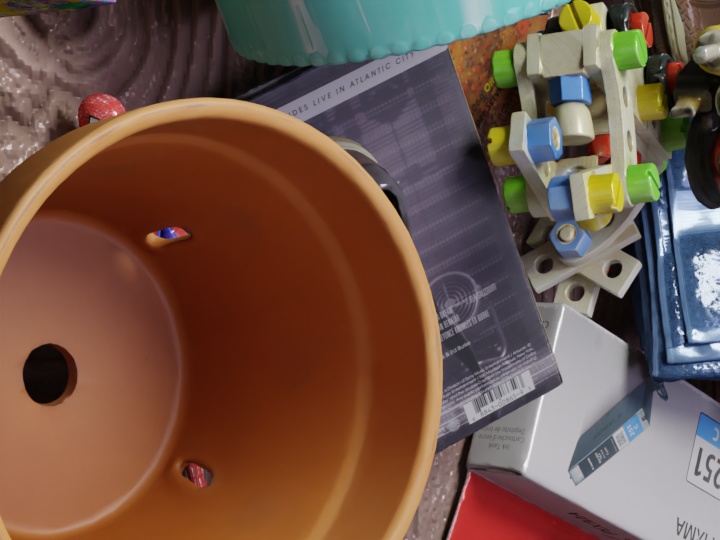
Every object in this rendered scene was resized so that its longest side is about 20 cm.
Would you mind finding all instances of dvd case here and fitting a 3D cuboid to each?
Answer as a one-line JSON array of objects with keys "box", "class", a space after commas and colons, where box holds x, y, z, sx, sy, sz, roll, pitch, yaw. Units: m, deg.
[{"box": [0.000, 0.000, 0.984, 0.148, 0.016, 0.201, -27, 115, -14], "class": "dvd case"}]

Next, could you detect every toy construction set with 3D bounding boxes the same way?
[{"box": [0.116, -0.055, 1.047, 0.200, 0.091, 0.132, 64, 25, -69], "class": "toy construction set"}]

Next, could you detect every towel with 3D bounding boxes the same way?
[{"box": [0.195, -0.040, 1.147, 0.111, 0.049, 0.202, -2, 77, -12], "class": "towel"}]

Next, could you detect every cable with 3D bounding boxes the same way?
[{"box": [0.201, -0.101, 1.077, 0.200, 0.050, 0.098, -46, 127, -51], "class": "cable"}]

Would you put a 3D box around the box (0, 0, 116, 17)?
[{"box": [-0.196, -0.191, 0.738, 0.199, 0.121, 0.194, -2, 92, -46], "class": "box"}]

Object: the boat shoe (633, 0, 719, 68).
[{"box": [0.148, -0.198, 1.129, 0.074, 0.074, 0.204, 4, 80, -54], "class": "boat shoe"}]

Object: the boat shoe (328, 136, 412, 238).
[{"box": [-0.015, 0.045, 0.945, 0.071, 0.065, 0.202, 2, 105, -24], "class": "boat shoe"}]

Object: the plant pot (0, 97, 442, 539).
[{"box": [-0.089, 0.042, 0.800, 0.199, 0.140, 0.202, 1, 89, -37], "class": "plant pot"}]

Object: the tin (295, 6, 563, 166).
[{"box": [0.033, -0.103, 1.043, 0.201, 0.042, 0.112, -56, 132, -28], "class": "tin"}]

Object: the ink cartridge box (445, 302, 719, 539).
[{"box": [0.128, 0.134, 1.148, 0.199, 0.044, 0.178, 30, 70, -43], "class": "ink cartridge box"}]

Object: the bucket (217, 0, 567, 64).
[{"box": [0.012, -0.180, 0.897, 0.207, 0.206, 0.136, -34, 119, -40], "class": "bucket"}]

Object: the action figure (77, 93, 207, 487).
[{"box": [-0.090, 0.023, 0.915, 0.065, 0.051, 0.202, -24, 107, -38], "class": "action figure"}]
